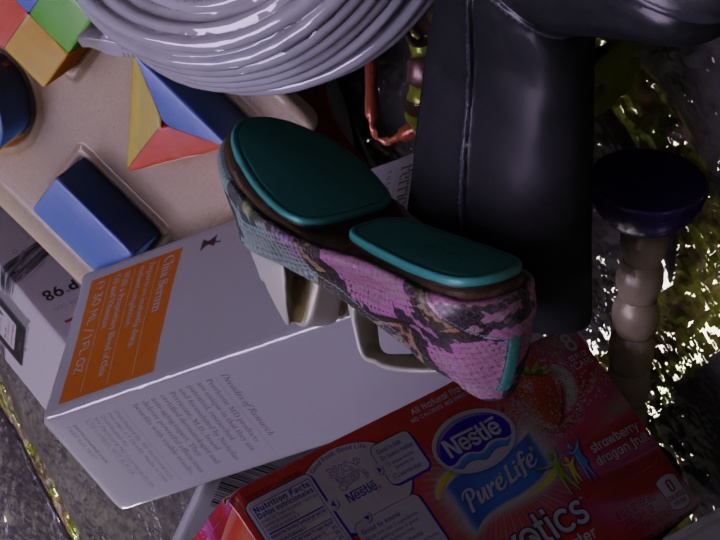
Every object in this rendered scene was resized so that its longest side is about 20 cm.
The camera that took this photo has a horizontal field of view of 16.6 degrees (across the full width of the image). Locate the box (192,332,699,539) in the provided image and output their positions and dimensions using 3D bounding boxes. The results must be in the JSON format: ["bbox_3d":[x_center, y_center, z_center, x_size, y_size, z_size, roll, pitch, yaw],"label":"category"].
[{"bbox_3d":[0.029,0.115,1.025,0.100,0.199,0.096,55,142,14],"label":"box"}]

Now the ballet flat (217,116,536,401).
[{"bbox_3d":[0.000,0.000,1.027,0.200,0.069,0.072,32,126,46],"label":"ballet flat"}]

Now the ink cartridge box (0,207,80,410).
[{"bbox_3d":[-0.152,0.011,1.415,0.200,0.115,0.067,46,142,28],"label":"ink cartridge box"}]

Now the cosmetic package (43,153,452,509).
[{"bbox_3d":[-0.040,0.029,1.145,0.199,0.102,0.071,-19,127,24],"label":"cosmetic package"}]

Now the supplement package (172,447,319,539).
[{"bbox_3d":[-0.024,0.185,1.224,0.146,0.192,0.201,20,136,5],"label":"supplement package"}]

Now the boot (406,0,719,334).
[{"bbox_3d":[0.081,-0.058,0.973,0.165,0.065,0.201,44,138,45],"label":"boot"}]

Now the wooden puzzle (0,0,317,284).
[{"bbox_3d":[-0.137,-0.076,1.194,0.185,0.046,0.200,44,133,1],"label":"wooden puzzle"}]

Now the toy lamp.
[{"bbox_3d":[0.119,0.046,1.088,0.058,0.058,0.201,36,138,39],"label":"toy lamp"}]

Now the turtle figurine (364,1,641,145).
[{"bbox_3d":[0.045,-0.135,1.067,0.161,0.064,0.201,22,116,40],"label":"turtle figurine"}]

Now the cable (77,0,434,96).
[{"bbox_3d":[-0.041,-0.174,1.049,0.199,0.069,0.201,20,89,35],"label":"cable"}]

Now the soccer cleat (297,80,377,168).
[{"bbox_3d":[-0.034,-0.069,1.233,0.201,0.068,0.085,60,152,7],"label":"soccer cleat"}]

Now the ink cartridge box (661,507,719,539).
[{"bbox_3d":[0.172,0.205,1.026,0.201,0.146,0.083,59,147,13],"label":"ink cartridge box"}]
